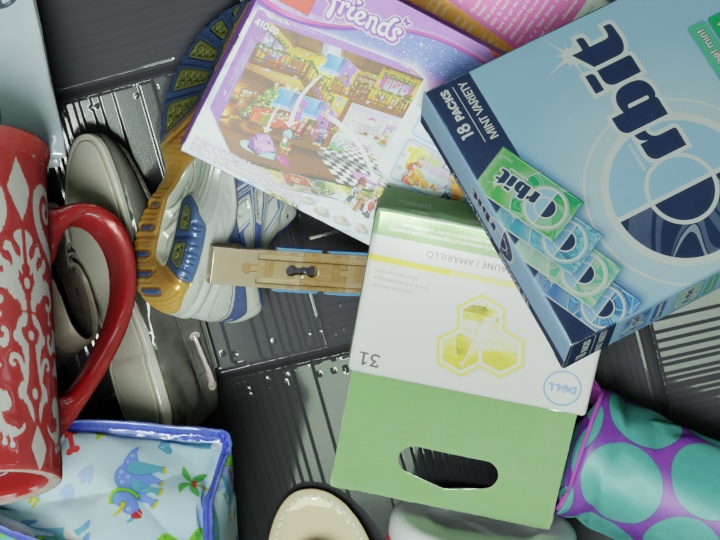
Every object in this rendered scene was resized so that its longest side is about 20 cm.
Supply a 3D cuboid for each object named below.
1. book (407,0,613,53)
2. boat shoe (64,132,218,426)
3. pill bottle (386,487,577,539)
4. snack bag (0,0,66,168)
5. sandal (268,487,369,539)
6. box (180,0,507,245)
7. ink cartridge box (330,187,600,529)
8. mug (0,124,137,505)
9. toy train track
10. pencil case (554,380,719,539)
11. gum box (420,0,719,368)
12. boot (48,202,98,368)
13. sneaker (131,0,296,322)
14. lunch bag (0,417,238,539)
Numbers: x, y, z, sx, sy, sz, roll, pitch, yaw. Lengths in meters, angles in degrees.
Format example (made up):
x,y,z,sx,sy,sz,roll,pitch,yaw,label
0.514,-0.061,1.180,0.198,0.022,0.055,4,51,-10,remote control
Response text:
x,y,z,sx,sy,sz,roll,pitch,yaw,label
0.075,-0.138,1.402,0.200,0.048,0.134,37,105,-3,book
-0.138,0.007,1.472,0.067,0.057,0.202,-4,101,47,boat shoe
0.066,0.249,1.456,0.119,0.120,0.202,8,105,7,pill bottle
-0.286,-0.144,1.433,0.187,0.021,0.202,-13,84,9,snack bag
-0.026,0.243,1.459,0.077,0.070,0.214,1,82,2,sandal
0.012,-0.089,1.366,0.199,0.039,0.137,27,100,-9,box
0.064,0.062,1.364,0.144,0.048,0.201,11,111,2,ink cartridge box
-0.215,0.028,1.343,0.176,0.134,0.202,-6,74,-6,mug
0.000,0.000,1.425,0.198,0.033,0.116,3,99,-20,toy train track
0.221,0.141,1.423,0.199,0.085,0.093,20,63,4,pencil case
0.160,-0.066,1.303,0.199,0.045,0.171,-26,73,-10,gum box
-0.230,0.055,1.470,0.145,0.070,0.201,-15,91,28,boot
-0.077,-0.066,1.437,0.075,0.088,0.201,17,89,48,sneaker
-0.177,0.174,1.445,0.198,0.128,0.171,3,140,4,lunch bag
